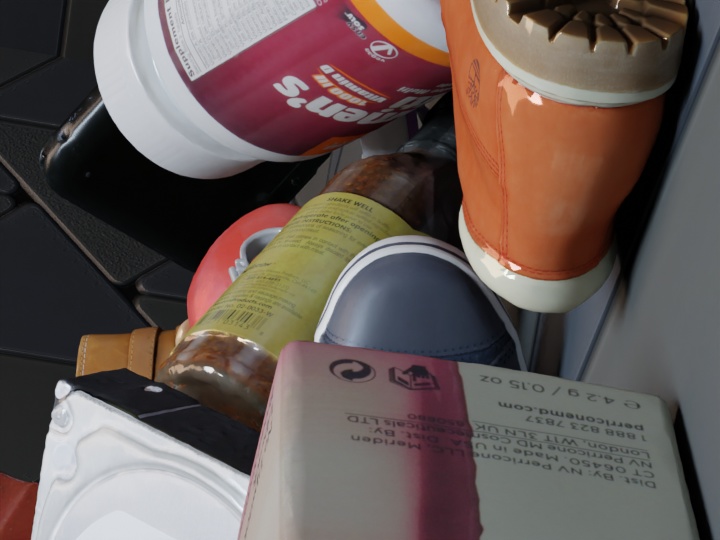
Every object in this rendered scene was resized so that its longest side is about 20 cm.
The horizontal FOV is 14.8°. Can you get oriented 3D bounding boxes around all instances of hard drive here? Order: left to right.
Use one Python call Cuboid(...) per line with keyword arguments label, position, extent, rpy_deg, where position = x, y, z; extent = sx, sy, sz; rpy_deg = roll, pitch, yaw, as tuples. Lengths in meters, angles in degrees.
Cuboid(label="hard drive", position=(-0.028, 0.128, 0.872), extent=(0.038, 0.200, 0.140), rpy_deg=(-10, -63, -49))

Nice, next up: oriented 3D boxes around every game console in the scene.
Cuboid(label="game console", position=(-0.043, -0.106, 1.287), extent=(0.200, 0.176, 0.116), rpy_deg=(-47, 43, 13))

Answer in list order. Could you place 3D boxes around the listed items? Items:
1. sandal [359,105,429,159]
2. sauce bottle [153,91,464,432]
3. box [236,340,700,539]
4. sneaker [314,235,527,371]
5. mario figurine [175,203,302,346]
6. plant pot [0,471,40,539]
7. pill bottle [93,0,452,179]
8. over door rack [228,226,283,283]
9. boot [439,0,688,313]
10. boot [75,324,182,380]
Cuboid(label="sandal", position=(0.028, -0.041, 1.210), extent=(0.203, 0.050, 0.083), rpy_deg=(67, -165, -78))
Cuboid(label="sauce bottle", position=(0.000, 0.000, 1.016), extent=(0.200, 0.066, 0.066), rpy_deg=(-49, -17, -40))
Cuboid(label="box", position=(0.021, 0.123, 0.677), extent=(0.200, 0.109, 0.128), rpy_deg=(-91, 12, -64))
Cuboid(label="sneaker", position=(0.020, 0.092, 0.914), extent=(0.079, 0.078, 0.200), rpy_deg=(-86, -5, -80))
Cuboid(label="mario figurine", position=(-0.035, 0.054, 1.241), extent=(0.106, 0.123, 0.200), rpy_deg=(42, 139, 42))
Cuboid(label="plant pot", position=(-0.164, 0.184, 1.063), extent=(0.195, 0.200, 0.201), rpy_deg=(95, 180, -51))
Cuboid(label="pill bottle", position=(-0.014, -0.105, 1.051), extent=(0.200, 0.109, 0.110), rpy_deg=(-25, 52, 52))
Cuboid(label="over door rack", position=(-0.010, 0.095, 1.075), extent=(0.200, 0.067, 0.148), rpy_deg=(-93, -6, -56))
Cuboid(label="boot", position=(0.053, -0.068, 0.883), extent=(0.200, 0.075, 0.107), rpy_deg=(-93, 8, -60))
Cuboid(label="boot", position=(-0.057, 0.039, 1.339), extent=(0.077, 0.155, 0.200), rpy_deg=(8, -92, -77))
